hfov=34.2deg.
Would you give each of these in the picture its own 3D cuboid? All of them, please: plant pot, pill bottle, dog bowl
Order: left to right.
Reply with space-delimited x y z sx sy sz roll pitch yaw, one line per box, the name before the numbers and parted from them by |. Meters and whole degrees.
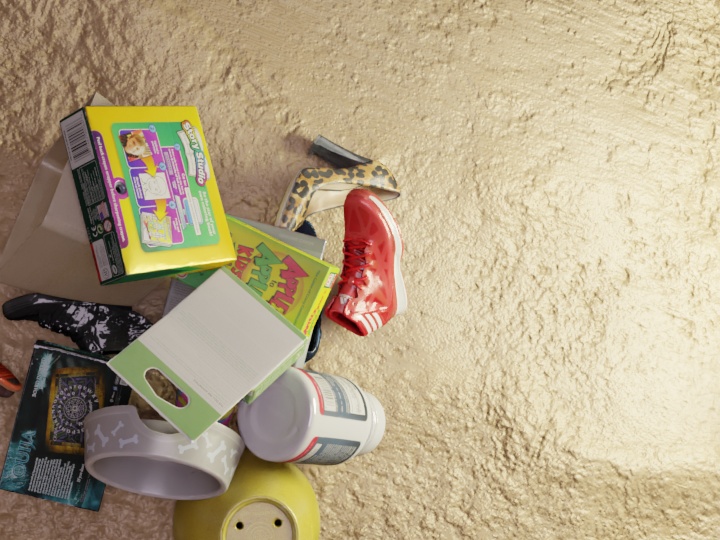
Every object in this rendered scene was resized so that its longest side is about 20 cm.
plant pot | -0.321 -0.065 1.473 0.177 0.200 0.200 28 56 -22
dog bowl | -0.245 0.228 1.432 0.199 0.200 0.059 12 61 -10
plant pot | -0.140 0.334 1.513 0.199 0.142 0.201 1 84 -11
pill bottle | -0.056 0.191 1.511 0.119 0.200 0.120 -8 75 30

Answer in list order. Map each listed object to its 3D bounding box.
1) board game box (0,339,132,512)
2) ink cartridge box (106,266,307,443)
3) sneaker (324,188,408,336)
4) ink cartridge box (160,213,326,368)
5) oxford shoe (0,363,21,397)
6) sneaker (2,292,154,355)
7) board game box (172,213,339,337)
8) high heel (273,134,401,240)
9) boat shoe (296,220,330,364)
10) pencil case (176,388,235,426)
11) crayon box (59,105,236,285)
board game box | -0.377 0.201 1.508 0.135 0.028 0.201 16 98 -10
ink cartridge box | -0.181 0.104 1.393 0.145 0.048 0.200 40 59 13
sneaker | 0.000 0.000 1.555 0.116 0.078 0.200 -41 123 -40
ink cartridge box | -0.151 0.022 1.541 0.199 0.044 0.174 15 89 15
oxford shoe | -0.527 0.126 1.488 0.200 0.071 0.073 23 87 8
sneaker | -0.361 0.077 1.533 0.199 0.060 0.105 -8 82 -15
board game box | -0.139 0.001 1.493 0.200 0.048 0.102 26 93 14
high heel | -0.030 -0.087 1.586 0.142 0.071 0.200 28 55 -3
boat shoe | -0.070 0.025 1.586 0.084 0.069 0.201 -4 81 -24
pencil case | -0.199 0.173 1.485 0.088 0.200 0.089 4 64 -9
crayon box | -0.249 -0.093 1.386 0.172 0.058 0.201 -9 82 -51
